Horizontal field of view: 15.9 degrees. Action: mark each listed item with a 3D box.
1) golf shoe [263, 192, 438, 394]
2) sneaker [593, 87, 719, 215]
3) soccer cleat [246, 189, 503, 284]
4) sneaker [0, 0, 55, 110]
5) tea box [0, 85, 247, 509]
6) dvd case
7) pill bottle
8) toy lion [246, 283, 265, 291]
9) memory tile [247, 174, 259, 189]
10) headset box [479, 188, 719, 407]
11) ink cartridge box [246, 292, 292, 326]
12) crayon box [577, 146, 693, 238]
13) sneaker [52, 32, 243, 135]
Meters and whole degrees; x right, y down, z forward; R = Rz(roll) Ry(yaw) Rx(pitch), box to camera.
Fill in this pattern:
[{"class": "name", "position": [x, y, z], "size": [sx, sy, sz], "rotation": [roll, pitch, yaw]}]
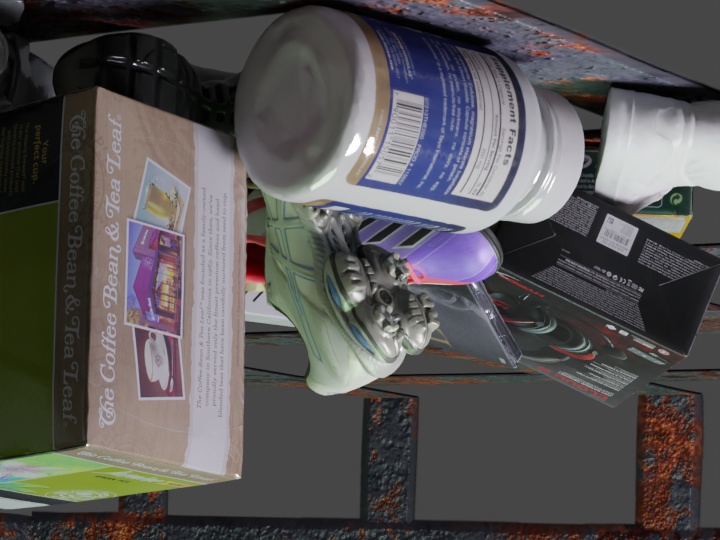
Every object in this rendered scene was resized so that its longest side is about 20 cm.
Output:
[{"class": "golf shoe", "position": [-0.037, -0.020, 1.550], "size": [0.078, 0.201, 0.097], "rotation": [-1, 152, -46]}, {"class": "sneaker", "position": [0.211, -0.067, 1.687], "size": [0.115, 0.074, 0.200], "rotation": [5, 171, 3]}, {"class": "soccer cleat", "position": [-0.003, -0.008, 1.611], "size": [0.199, 0.073, 0.068], "rotation": [8, 134, 35]}, {"class": "sneaker", "position": [-0.217, -0.111, 1.490], "size": [0.114, 0.076, 0.199], "rotation": [0, 169, 43]}, {"class": "tea box", "position": [-0.177, 0.022, 1.460], "size": [0.196, 0.202, 0.133], "rotation": [-10, 163, 38]}, {"class": "dvd case", "position": [0.000, 0.000, 1.727], "size": [0.199, 0.016, 0.149], "rotation": [15, 154, 32]}, {"class": "pill bottle", "position": [0.034, -0.082, 1.491], "size": [0.199, 0.112, 0.111], "rotation": [10, 170, -42]}, {"class": "toy lion", "position": [-0.174, -0.023, 1.859], "size": [0.199, 0.069, 0.192], "rotation": [-24, -144, -22]}, {"class": "memory tile", "position": [0.014, -0.076, 1.694], "size": [0.198, 0.017, 0.153], "rotation": [-5, -171, -9]}, {"class": "headset box", "position": [0.141, 0.017, 1.741], "size": [0.148, 0.075, 0.200], "rotation": [26, 163, -4]}, {"class": "ink cartridge box", "position": [-0.055, -0.006, 1.987], "size": [0.199, 0.095, 0.044], "rotation": [8, 171, -37]}, {"class": "crayon box", "position": [0.176, -0.051, 1.903], "size": [0.125, 0.052, 0.200], "rotation": [2, 172, 3]}, {"class": "sneaker", "position": [-0.122, -0.097, 1.578], "size": [0.079, 0.076, 0.199], "rotation": [-1, 172, 40]}]
